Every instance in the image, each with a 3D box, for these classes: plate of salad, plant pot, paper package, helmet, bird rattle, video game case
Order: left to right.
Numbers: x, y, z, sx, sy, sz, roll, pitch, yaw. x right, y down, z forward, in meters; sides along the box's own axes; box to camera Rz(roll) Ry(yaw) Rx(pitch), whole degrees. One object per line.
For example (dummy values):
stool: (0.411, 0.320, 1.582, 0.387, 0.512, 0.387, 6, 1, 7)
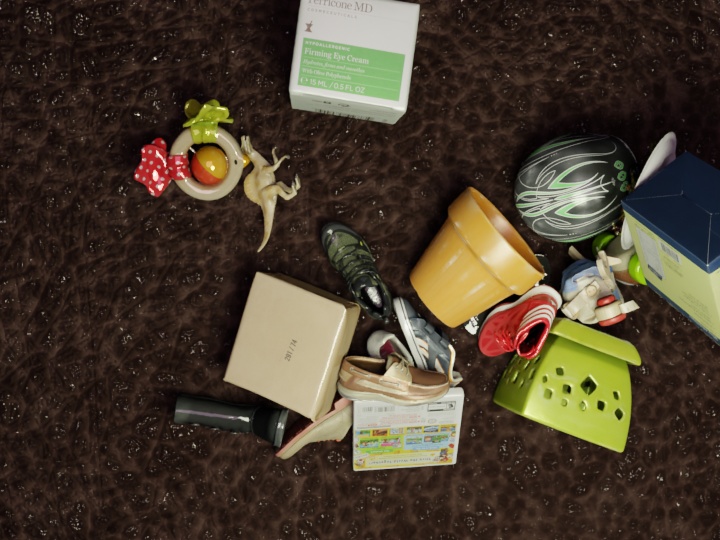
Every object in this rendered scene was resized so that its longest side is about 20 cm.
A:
bird rattle: (-0.282, -0.192, 1.417, 0.163, 0.113, 0.201, 41, 93, -13)
paper package: (-0.118, 0.126, 1.436, 0.187, 0.103, 0.205, 20, 95, 14)
video game case: (0.083, 0.288, 1.492, 0.194, 0.023, 0.186, -3, 127, -5)
plant pot: (0.190, -0.008, 1.444, 0.200, 0.201, 0.183, 45, 107, -7)
plant pot: (0.370, 0.190, 1.470, 0.195, 0.199, 0.186, 19, 87, -6)
helmet: (0.368, -0.143, 1.445, 0.187, 0.199, 0.205, -19, 97, -20)
plate of salad: (0.468, -0.133, 1.364, 0.047, 0.199, 0.204, 26, 93, 27)

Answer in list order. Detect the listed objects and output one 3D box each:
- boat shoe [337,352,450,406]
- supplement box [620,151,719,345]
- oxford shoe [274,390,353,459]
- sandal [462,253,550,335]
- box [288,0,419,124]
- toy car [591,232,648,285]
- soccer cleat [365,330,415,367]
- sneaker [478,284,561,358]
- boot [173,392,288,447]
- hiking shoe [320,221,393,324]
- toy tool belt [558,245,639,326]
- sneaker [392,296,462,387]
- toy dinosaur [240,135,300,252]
boat shoe: (0.058, 0.182, 1.409, 0.194, 0.076, 0.074, 1, 113, -3)
supplement box: (0.527, -0.030, 1.258, 0.133, 0.201, 0.201, -35, 130, -1)
oxford shoe: (-0.065, 0.289, 1.501, 0.198, 0.070, 0.076, -36, 103, 0)
sandal: (0.274, 0.049, 1.517, 0.199, 0.045, 0.076, -39, 97, 0)
box: (-0.014, -0.352, 1.377, 0.193, 0.200, 0.176, 8, 93, -4)
toy car: (0.542, 0.006, 1.490, 0.157, 0.164, 0.201, -38, 110, 0)
soccer cleat: (0.075, 0.200, 1.487, 0.069, 0.086, 0.203, -34, 98, -23)
sneaker: (0.259, 0.113, 1.433, 0.078, 0.116, 0.201, 37, 133, -3)
boot: (-0.228, 0.253, 1.439, 0.195, 0.165, 0.067, 15, 75, -6)
hiking shoe: (0.000, 0.000, 1.461, 0.075, 0.101, 0.202, -36, 97, -1)
toy tool belt: (0.391, 0.021, 1.406, 0.122, 0.200, 0.126, -22, 91, 6)
sneaker: (0.123, 0.129, 1.497, 0.078, 0.079, 0.204, -23, 108, 2)
toy dinosaur: (-0.158, -0.142, 1.467, 0.099, 0.058, 0.206, -12, 89, 12)
